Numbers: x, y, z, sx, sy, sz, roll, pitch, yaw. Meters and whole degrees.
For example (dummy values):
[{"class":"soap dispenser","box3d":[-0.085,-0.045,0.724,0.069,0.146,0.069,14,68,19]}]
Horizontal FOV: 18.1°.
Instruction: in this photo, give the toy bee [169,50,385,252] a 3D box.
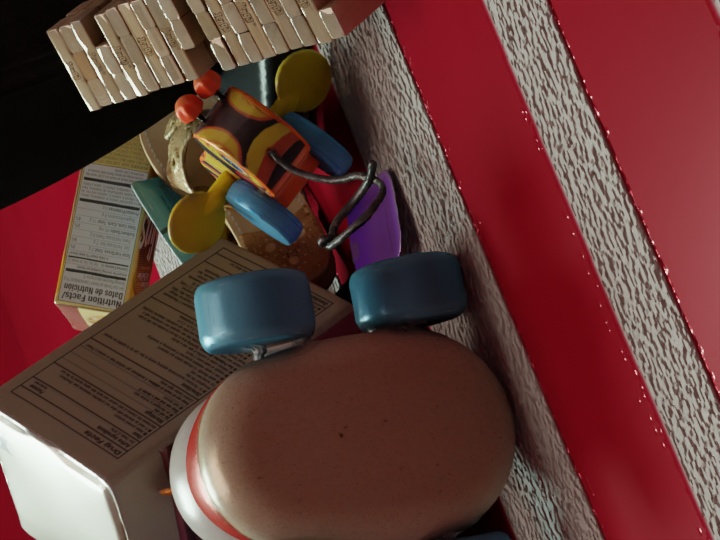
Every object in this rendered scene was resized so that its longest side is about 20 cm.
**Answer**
[{"class":"toy bee","box3d":[-0.057,-0.076,1.293,0.109,0.131,0.200,39,152,-14]}]

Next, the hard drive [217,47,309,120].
[{"class":"hard drive","box3d":[-0.072,-0.172,1.393,0.200,0.033,0.140,89,158,-47]}]

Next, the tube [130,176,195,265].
[{"class":"tube","box3d":[-0.122,-0.041,1.572,0.077,0.050,0.200,52,-172,-6]}]

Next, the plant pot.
[{"class":"plant pot","box3d":[-0.186,-0.175,1.395,0.200,0.177,0.200,113,138,-69]}]

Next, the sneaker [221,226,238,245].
[{"class":"sneaker","box3d":[-0.057,0.039,1.509,0.077,0.073,0.200,90,156,-52]}]

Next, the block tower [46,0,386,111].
[{"class":"block tower","box3d":[-0.078,-0.139,1.204,0.200,0.054,0.058,-10,117,42]}]

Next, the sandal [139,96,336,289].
[{"class":"sandal","box3d":[-0.085,-0.071,1.462,0.212,0.078,0.070,51,168,35]}]

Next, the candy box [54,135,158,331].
[{"class":"candy box","box3d":[-0.174,-0.058,1.649,0.115,0.055,0.200,89,-171,-79]}]

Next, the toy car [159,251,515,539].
[{"class":"toy car","box3d":[-0.030,0.103,1.229,0.200,0.177,0.185,-26,73,63]}]

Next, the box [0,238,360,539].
[{"class":"box","box3d":[-0.106,0.090,1.368,0.128,0.200,0.109,27,140,39]}]

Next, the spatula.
[{"class":"spatula","box3d":[0.000,0.000,1.353,0.200,0.021,0.057,110,151,-70]}]
